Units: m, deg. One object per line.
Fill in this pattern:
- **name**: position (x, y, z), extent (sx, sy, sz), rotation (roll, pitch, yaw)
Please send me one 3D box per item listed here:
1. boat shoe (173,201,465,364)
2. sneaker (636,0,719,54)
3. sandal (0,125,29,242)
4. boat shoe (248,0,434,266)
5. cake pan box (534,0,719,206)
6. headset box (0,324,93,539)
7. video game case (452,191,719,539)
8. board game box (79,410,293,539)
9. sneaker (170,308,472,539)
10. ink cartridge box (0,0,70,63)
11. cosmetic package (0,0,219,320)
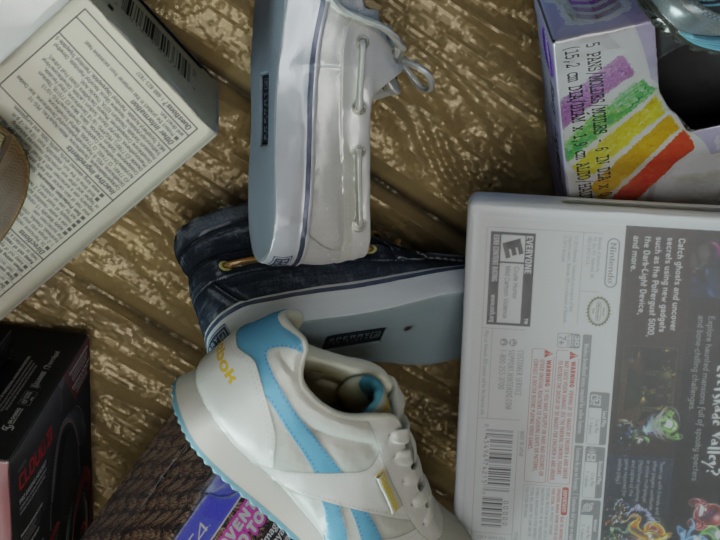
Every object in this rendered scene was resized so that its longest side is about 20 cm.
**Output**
- **boat shoe**: position (0.000, 0.000, 0.874), extent (0.200, 0.091, 0.071), rotation (-5, 144, -29)
- **sneaker**: position (0.208, -0.169, 0.703), extent (0.200, 0.079, 0.096), rotation (-27, 156, -12)
- **sandal**: position (-0.238, 0.005, 0.779), extent (0.080, 0.054, 0.200), rotation (41, 90, -23)
- **boat shoe**: position (-0.006, -0.102, 0.814), extent (0.086, 0.075, 0.203), rotation (2, 91, -20)
- **cake pan box**: position (0.189, -0.079, 0.826), extent (0.184, 0.052, 0.200), rotation (-12, 134, 0)
- **headset box**: position (-0.199, 0.132, 0.871), extent (0.075, 0.149, 0.201), rotation (5, 113, 5)
- **video game case**: position (0.143, 0.060, 0.842), extent (0.181, 0.023, 0.201), rotation (4, 111, 6)
- **board game box**: position (-0.043, 0.180, 0.886), extent (0.097, 0.160, 0.200), rotation (-16, 120, 47)
- **sneaker**: position (0.000, 0.100, 0.810), extent (0.081, 0.077, 0.200), rotation (-39, 120, 17)
- **ink cartridge box**: position (-0.229, -0.113, 0.769), extent (0.200, 0.146, 0.084), rotation (-39, 111, 14)
- **cosmetic package**: position (-0.178, -0.056, 0.828), extent (0.200, 0.087, 0.103), rotation (-38, 111, 11)
